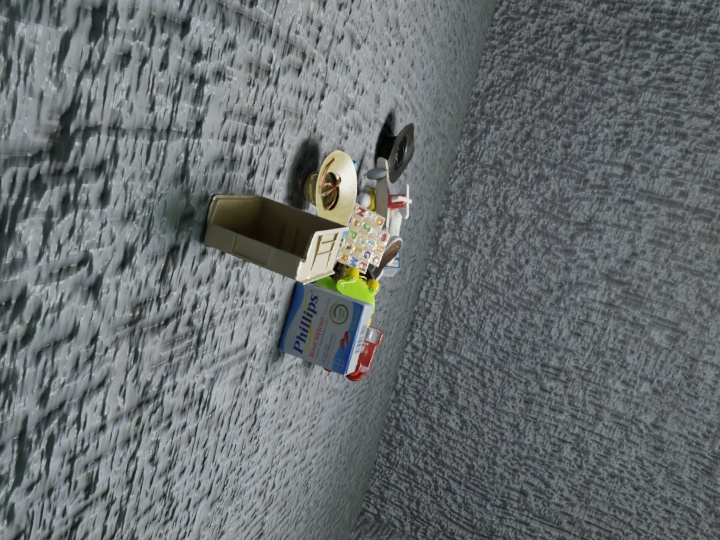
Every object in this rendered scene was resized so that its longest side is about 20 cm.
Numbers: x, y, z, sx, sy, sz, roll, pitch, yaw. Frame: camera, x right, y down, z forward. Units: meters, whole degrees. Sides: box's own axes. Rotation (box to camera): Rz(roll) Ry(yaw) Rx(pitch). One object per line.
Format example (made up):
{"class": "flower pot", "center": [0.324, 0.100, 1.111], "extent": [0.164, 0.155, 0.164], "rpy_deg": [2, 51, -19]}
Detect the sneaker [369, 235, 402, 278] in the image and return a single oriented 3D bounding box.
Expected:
{"class": "sneaker", "center": [0.049, -0.051, 1.839], "extent": [0.072, 0.086, 0.201], "rpy_deg": [0, 141, -44]}

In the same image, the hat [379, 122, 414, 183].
{"class": "hat", "center": [0.107, -0.392, 1.969], "extent": [0.201, 0.079, 0.204], "rpy_deg": [-51, 152, -40]}

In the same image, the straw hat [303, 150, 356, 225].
{"class": "straw hat", "center": [-0.088, -0.189, 1.414], "extent": [0.200, 0.083, 0.207], "rpy_deg": [-36, 131, -56]}

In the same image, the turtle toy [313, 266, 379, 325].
{"class": "turtle toy", "center": [-0.041, 0.073, 1.684], "extent": [0.100, 0.197, 0.149], "rpy_deg": [-27, -141, 51]}

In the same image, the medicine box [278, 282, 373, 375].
{"class": "medicine box", "center": [-0.088, 0.147, 1.562], "extent": [0.103, 0.195, 0.188], "rpy_deg": [10, 97, -76]}

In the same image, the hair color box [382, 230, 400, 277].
{"class": "hair color box", "center": [0.102, -0.089, 2.150], "extent": [0.100, 0.059, 0.206], "rpy_deg": [126, -33, -69]}

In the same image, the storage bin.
{"class": "storage bin", "center": [-0.149, -0.061, 1.083], "extent": [0.198, 0.195, 0.096], "rpy_deg": [-19, 129, -73]}

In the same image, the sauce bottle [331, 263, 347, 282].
{"class": "sauce bottle", "center": [-0.052, 0.016, 1.843], "extent": [0.066, 0.063, 0.203], "rpy_deg": [90, 19, -50]}

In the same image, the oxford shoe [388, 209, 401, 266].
{"class": "oxford shoe", "center": [0.093, -0.118, 1.950], "extent": [0.075, 0.056, 0.207], "rpy_deg": [176, -79, -71]}

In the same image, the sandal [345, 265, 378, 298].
{"class": "sandal", "center": [0.000, -0.001, 1.778], "extent": [0.075, 0.204, 0.042], "rpy_deg": [-35, 162, 28]}

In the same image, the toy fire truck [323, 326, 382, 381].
{"class": "toy fire truck", "center": [-0.045, 0.230, 1.830], "extent": [0.113, 0.195, 0.172], "rpy_deg": [71, 40, -70]}

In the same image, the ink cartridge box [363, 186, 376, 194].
{"class": "ink cartridge box", "center": [0.056, -0.205, 1.997], "extent": [0.200, 0.065, 0.120], "rpy_deg": [-8, 114, -74]}

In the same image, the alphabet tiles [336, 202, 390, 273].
{"class": "alphabet tiles", "center": [-0.010, -0.094, 1.687], "extent": [0.006, 0.196, 0.171], "rpy_deg": [14, -99, 61]}

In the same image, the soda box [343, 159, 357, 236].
{"class": "soda box", "center": [-0.061, -0.186, 1.556], "extent": [0.064, 0.066, 0.205], "rpy_deg": [-50, 153, -57]}

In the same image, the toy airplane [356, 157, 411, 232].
{"class": "toy airplane", "center": [0.055, -0.200, 1.777], "extent": [0.138, 0.202, 0.202], "rpy_deg": [4, 130, -33]}

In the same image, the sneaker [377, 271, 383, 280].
{"class": "sneaker", "center": [0.003, 0.031, 1.976], "extent": [0.199, 0.073, 0.071], "rpy_deg": [-41, 179, -42]}
